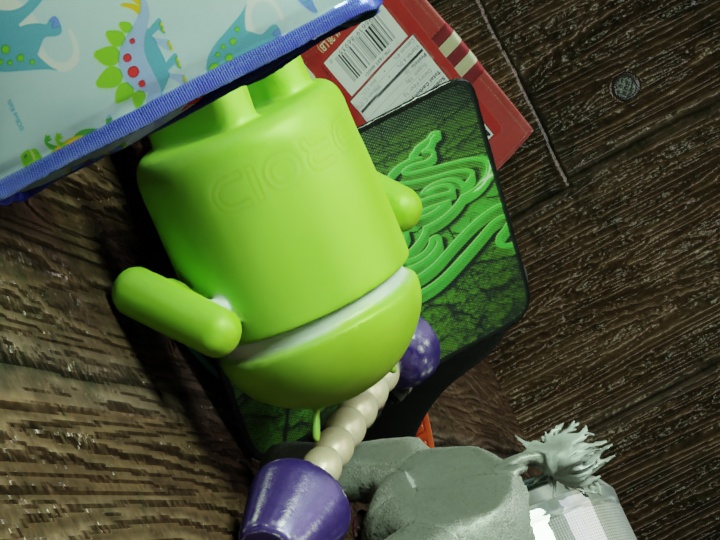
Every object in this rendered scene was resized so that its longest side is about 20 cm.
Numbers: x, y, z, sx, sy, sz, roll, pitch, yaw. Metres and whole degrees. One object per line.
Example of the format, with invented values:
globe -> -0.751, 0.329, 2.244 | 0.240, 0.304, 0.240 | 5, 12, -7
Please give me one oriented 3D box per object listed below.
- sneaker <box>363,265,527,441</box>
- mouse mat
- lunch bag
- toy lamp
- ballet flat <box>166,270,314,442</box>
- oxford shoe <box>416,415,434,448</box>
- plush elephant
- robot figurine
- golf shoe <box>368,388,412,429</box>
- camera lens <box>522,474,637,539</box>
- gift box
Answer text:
sneaker -> 0.024, 0.037, 1.655 | 0.067, 0.202, 0.108 | 10, 37, -37
mouse mat -> 0.000, 0.000, 1.428 | 0.008, 0.199, 0.162 | 30, -37, 55
lunch bag -> -0.112, -0.145, 1.121 | 0.171, 0.199, 0.127 | 62, 6, -3
toy lamp -> -0.011, 0.092, 1.349 | 0.058, 0.058, 0.200 | 61, 35, -19
ballet flat -> -0.049, 0.046, 1.472 | 0.200, 0.068, 0.068 | 54, 12, -55
oxford shoe -> -0.006, 0.062, 1.779 | 0.201, 0.071, 0.073 | 63, 1, -4
plush elephant -> 0.049, 0.176, 1.403 | 0.165, 0.198, 0.156 | -121, -162, -56
robot figurine -> -0.040, -0.019, 1.306 | 0.175, 0.115, 0.201 | -36, 107, -44
golf shoe -> 0.007, 0.042, 1.575 | 0.077, 0.088, 0.200 | 41, -23, -10
camera lens -> 0.132, 0.250, 1.722 | 0.201, 0.159, 0.160 | 65, 6, 17
gift box -> -0.039, -0.114, 1.482 | 0.200, 0.184, 0.187 | 52, -10, -32
